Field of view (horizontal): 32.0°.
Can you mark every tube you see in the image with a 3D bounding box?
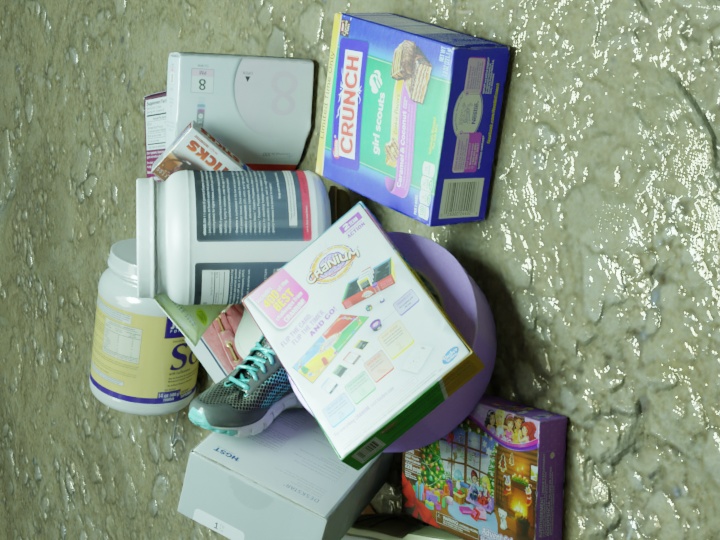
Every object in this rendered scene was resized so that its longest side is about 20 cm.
[{"bbox_3d":[-0.183,0.033,1.430,0.057,0.200,0.053,9,103,10],"label":"tube"}]

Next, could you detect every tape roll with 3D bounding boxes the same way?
[{"bbox_3d":[0.028,0.068,1.202,0.198,0.066,0.203,-10,64,22],"label":"tape roll"}]

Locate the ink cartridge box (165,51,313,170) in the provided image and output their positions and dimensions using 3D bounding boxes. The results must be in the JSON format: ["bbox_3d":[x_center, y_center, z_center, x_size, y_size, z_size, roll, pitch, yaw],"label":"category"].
[{"bbox_3d":[-0.138,-0.142,1.420,0.057,0.160,0.203,-162,72,-64],"label":"ink cartridge box"}]

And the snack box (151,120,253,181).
[{"bbox_3d":[-0.134,-0.076,1.398,0.072,0.199,0.024,-43,22,17],"label":"snack box"}]

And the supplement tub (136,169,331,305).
[{"bbox_3d":[-0.135,-0.035,1.319,0.140,0.197,0.143,180,90,-80],"label":"supplement tub"}]

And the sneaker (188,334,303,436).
[{"bbox_3d":[-0.097,0.101,1.268,0.077,0.199,0.092,19,115,33],"label":"sneaker"}]

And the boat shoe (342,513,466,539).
[{"bbox_3d":[0.039,0.294,1.289,0.199,0.074,0.069,-1,94,50],"label":"boat shoe"}]

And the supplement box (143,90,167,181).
[{"bbox_3d":[-0.183,-0.112,1.511,0.103,0.130,0.203,3,95,55],"label":"supplement box"}]

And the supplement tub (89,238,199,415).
[{"bbox_3d":[-0.278,0.072,1.651,0.145,0.144,0.203,32,119,48],"label":"supplement tub"}]

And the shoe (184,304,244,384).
[{"bbox_3d":[-0.124,0.116,1.475,0.200,0.091,0.072,47,174,37],"label":"shoe"}]

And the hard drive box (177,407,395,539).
[{"bbox_3d":[-0.068,0.202,1.285,0.154,0.200,0.078,24,117,15],"label":"hard drive box"}]

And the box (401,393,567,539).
[{"bbox_3d":[0.114,0.190,1.207,0.199,0.039,0.139,10,101,54],"label":"box"}]

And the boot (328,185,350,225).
[{"bbox_3d":[0.000,0.000,1.334,0.074,0.074,0.202,94,168,-63],"label":"boot"}]

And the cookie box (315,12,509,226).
[{"bbox_3d":[0.046,-0.154,1.236,0.199,0.074,0.174,28,117,50],"label":"cookie box"}]

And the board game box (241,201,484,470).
[{"bbox_3d":[-0.001,0.057,1.158,0.153,0.040,0.201,-38,58,5],"label":"board game box"}]

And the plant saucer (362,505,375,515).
[{"bbox_3d":[-0.031,0.344,1.429,0.199,0.037,0.203,7,98,54],"label":"plant saucer"}]

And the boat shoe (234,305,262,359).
[{"bbox_3d":[-0.097,0.058,1.409,0.073,0.062,0.200,-38,23,11],"label":"boat shoe"}]
